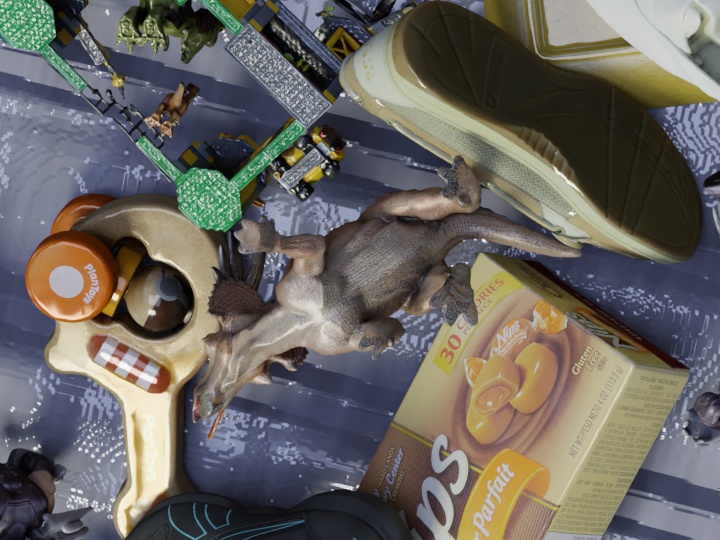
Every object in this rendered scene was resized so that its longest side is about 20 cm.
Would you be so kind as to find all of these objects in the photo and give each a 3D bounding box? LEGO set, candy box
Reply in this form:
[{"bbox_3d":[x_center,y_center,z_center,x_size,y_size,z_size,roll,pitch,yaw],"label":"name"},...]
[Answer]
[{"bbox_3d":[-0.075,-0.131,1.340,0.200,0.116,0.154,39,128,-2],"label":"LEGO set"},{"bbox_3d":[0.068,0.105,1.326,0.115,0.055,0.200,38,109,38],"label":"candy box"}]

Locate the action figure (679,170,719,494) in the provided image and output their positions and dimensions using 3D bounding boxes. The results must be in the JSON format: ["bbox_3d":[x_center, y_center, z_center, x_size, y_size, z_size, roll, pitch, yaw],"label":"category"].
[{"bbox_3d":[0.219,0.045,1.295,0.130,0.069,0.200,-9,99,11],"label":"action figure"}]

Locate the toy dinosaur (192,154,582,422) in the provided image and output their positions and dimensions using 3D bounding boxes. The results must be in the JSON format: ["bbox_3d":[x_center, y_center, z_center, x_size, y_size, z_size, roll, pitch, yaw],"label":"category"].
[{"bbox_3d":[0.000,0.000,1.299,0.200,0.136,0.086,-21,91,-11],"label":"toy dinosaur"}]

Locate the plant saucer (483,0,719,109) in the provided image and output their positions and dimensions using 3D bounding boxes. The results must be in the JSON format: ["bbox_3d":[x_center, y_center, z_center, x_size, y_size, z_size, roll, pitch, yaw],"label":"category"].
[{"bbox_3d":[0.148,-0.178,1.290,0.200,0.048,0.200,-6,97,16],"label":"plant saucer"}]

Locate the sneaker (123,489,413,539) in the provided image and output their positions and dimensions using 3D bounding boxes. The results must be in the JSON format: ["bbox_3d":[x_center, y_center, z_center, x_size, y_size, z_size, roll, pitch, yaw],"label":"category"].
[{"bbox_3d":[-0.068,0.156,1.336,0.200,0.079,0.075,-16,108,41],"label":"sneaker"}]

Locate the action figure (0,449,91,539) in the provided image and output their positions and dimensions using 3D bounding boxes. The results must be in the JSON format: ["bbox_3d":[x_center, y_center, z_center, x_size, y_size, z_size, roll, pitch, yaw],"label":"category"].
[{"bbox_3d":[-0.215,0.088,1.381,0.069,0.130,0.200,-32,73,21],"label":"action figure"}]

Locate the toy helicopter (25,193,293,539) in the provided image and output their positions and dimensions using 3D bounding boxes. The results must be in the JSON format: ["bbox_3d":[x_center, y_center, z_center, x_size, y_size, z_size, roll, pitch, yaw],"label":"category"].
[{"bbox_3d":[-0.101,0.057,1.389,0.132,0.079,0.200,1,109,6],"label":"toy helicopter"}]

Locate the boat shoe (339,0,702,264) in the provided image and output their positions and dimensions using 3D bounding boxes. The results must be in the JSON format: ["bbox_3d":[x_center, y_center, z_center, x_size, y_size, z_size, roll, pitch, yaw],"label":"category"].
[{"bbox_3d":[0.083,-0.061,1.292,0.201,0.073,0.063,28,149,-27],"label":"boat shoe"}]

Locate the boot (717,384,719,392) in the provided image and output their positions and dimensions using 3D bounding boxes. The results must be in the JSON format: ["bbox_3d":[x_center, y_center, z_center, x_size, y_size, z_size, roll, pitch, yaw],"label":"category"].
[{"bbox_3d":[0.255,0.032,1.195,0.146,0.070,0.200,27,134,8],"label":"boot"}]

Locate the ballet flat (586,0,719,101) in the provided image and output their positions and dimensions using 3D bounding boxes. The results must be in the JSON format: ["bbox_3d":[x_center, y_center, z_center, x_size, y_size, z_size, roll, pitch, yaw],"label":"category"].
[{"bbox_3d":[0.179,-0.108,1.230,0.200,0.069,0.069,45,106,5],"label":"ballet flat"}]
